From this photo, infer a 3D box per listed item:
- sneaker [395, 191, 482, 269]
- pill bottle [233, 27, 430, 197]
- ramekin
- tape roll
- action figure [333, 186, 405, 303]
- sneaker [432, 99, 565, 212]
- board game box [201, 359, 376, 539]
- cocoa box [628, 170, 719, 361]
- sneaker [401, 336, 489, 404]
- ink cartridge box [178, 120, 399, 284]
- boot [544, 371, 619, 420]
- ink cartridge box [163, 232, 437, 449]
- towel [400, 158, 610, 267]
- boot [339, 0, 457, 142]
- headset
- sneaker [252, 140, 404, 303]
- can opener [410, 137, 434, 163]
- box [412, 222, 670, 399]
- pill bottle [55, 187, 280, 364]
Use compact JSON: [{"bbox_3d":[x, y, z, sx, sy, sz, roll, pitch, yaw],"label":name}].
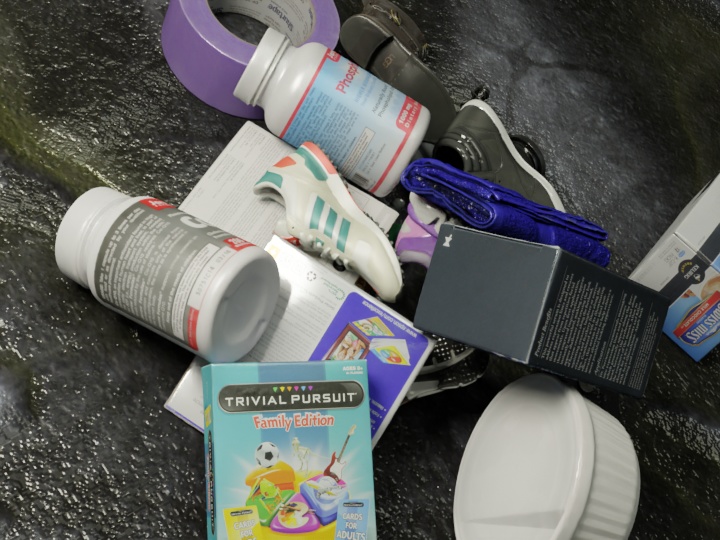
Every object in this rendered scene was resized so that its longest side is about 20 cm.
[{"bbox_3d":[0.118,-0.006,1.318,0.198,0.089,0.081,30,17,-15],"label":"sneaker"},{"bbox_3d":[-0.032,-0.173,1.318,0.198,0.109,0.110,30,50,-8],"label":"pill bottle"},{"bbox_3d":[0.181,0.210,1.176,0.093,0.202,0.205,22,50,-24],"label":"ramekin"},{"bbox_3d":[-0.129,-0.282,1.437,0.197,0.085,0.203,13,53,-18],"label":"tape roll"},{"bbox_3d":[0.000,0.000,1.324,0.117,0.055,0.202,23,55,-12],"label":"action figure"},{"bbox_3d":[0.152,-0.087,1.383,0.099,0.071,0.201,-39,94,-35],"label":"sneaker"},{"bbox_3d":[-0.064,0.185,1.109,0.148,0.047,0.204,0,81,-20],"label":"board game box"},{"bbox_3d":[0.433,-0.017,1.484,0.131,0.134,0.200,42,50,7],"label":"cocoa box"},{"bbox_3d":[0.032,0.110,1.259,0.196,0.080,0.075,-9,84,-13],"label":"sneaker"},{"bbox_3d":[-0.080,-0.050,1.304,0.198,0.050,0.162,32,54,3],"label":"ink cartridge box"},{"bbox_3d":[0.213,0.080,1.365,0.162,0.066,0.203,18,56,-11],"label":"boot"},{"bbox_3d":[-0.057,0.100,1.193,0.196,0.043,0.202,32,82,7],"label":"ink cartridge box"},{"bbox_3d":[0.153,-0.061,1.246,0.198,0.050,0.147,18,11,-42],"label":"towel"},{"bbox_3d":[0.060,-0.258,1.498,0.201,0.069,0.174,50,23,-6],"label":"boot"},{"bbox_3d":[0.157,-0.127,1.488,0.122,0.094,0.204,0,73,-25],"label":"headset"},{"bbox_3d":[-0.035,-0.034,1.248,0.093,0.071,0.201,-31,71,-13],"label":"sneaker"},{"bbox_3d":[0.088,-0.080,1.420,0.052,0.067,0.202,-3,50,-29],"label":"can opener"},{"bbox_3d":[0.176,0.040,1.176,0.198,0.147,0.109,19,88,-43],"label":"box"},{"bbox_3d":[-0.184,-0.001,1.157,0.198,0.115,0.114,24,46,25],"label":"pill bottle"}]
